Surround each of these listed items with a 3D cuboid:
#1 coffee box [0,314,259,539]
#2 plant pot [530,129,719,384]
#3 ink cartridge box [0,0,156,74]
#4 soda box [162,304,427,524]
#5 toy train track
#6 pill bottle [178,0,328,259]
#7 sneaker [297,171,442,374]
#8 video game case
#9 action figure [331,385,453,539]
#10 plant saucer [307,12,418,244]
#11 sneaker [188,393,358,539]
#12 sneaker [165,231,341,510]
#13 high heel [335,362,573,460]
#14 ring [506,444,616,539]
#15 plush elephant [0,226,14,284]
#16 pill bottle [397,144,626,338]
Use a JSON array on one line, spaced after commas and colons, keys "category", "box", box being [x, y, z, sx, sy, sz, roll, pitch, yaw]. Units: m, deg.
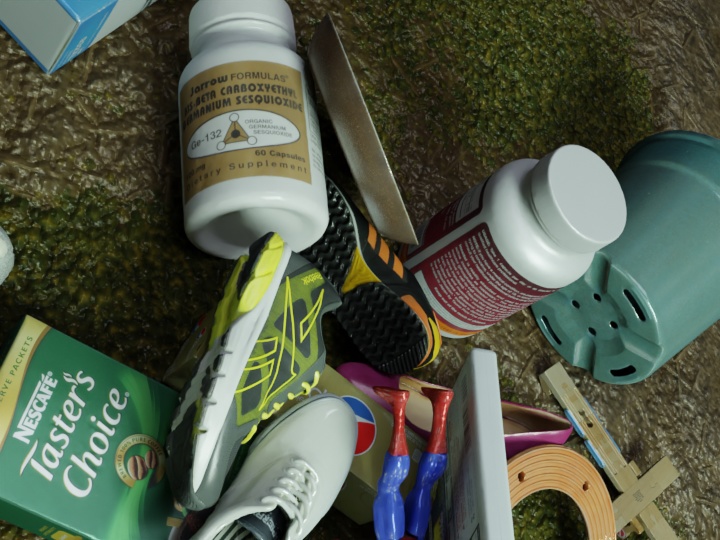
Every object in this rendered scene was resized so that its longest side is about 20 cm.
[{"category": "coffee box", "box": [-0.170, 0.130, 0.684, 0.199, 0.044, 0.124, 32, 54, -19]}, {"category": "plant pot", "box": [0.278, -0.004, 0.976, 0.195, 0.200, 0.201, -35, 90, -32]}, {"category": "ink cartridge box", "box": [-0.223, -0.278, 0.811, 0.145, 0.084, 0.200, 46, 51, -8]}, {"category": "soda box", "box": [-0.047, 0.108, 0.765, 0.199, 0.068, 0.064, 38, 53, -14]}, {"category": "toy train track", "box": [0.230, 0.181, 0.953, 0.114, 0.033, 0.201, -27, 80, -33]}, {"category": "pill bottle", "box": [-0.090, -0.121, 0.811, 0.113, 0.114, 0.202, 8, 64, -32]}, {"category": "sneaker", "box": [0.000, 0.000, 0.861, 0.201, 0.070, 0.090, 56, 16, 14]}, {"category": "video game case", "box": [0.069, 0.189, 0.710, 0.023, 0.183, 0.201, 8, 46, -9]}, {"category": "action figure", "box": [0.016, 0.181, 0.708, 0.065, 0.099, 0.203, 5, 87, -30]}, {"category": "plant saucer", "box": [-0.002, -0.110, 0.825, 0.032, 0.200, 0.202, -22, 80, 3]}, {"category": "sneaker", "box": [-0.056, 0.161, 0.663, 0.073, 0.071, 0.200, 45, 58, -11]}, {"category": "sneaker", "box": [-0.065, 0.070, 0.678, 0.084, 0.074, 0.202, 28, 62, -19]}, {"category": "high heel", "box": [0.077, 0.109, 0.828, 0.199, 0.096, 0.068, 27, 40, -26]}, {"category": "ring", "box": [0.141, 0.243, 0.822, 0.199, 0.019, 0.203, -3, 95, -37]}, {"category": "plush elephant", "box": [-0.322, 0.032, 0.547, 0.154, 0.164, 0.202, 32, 75, -49]}, {"category": "pill bottle", "box": [0.127, -0.024, 0.862, 0.112, 0.200, 0.114, 15, 61, -29]}]
